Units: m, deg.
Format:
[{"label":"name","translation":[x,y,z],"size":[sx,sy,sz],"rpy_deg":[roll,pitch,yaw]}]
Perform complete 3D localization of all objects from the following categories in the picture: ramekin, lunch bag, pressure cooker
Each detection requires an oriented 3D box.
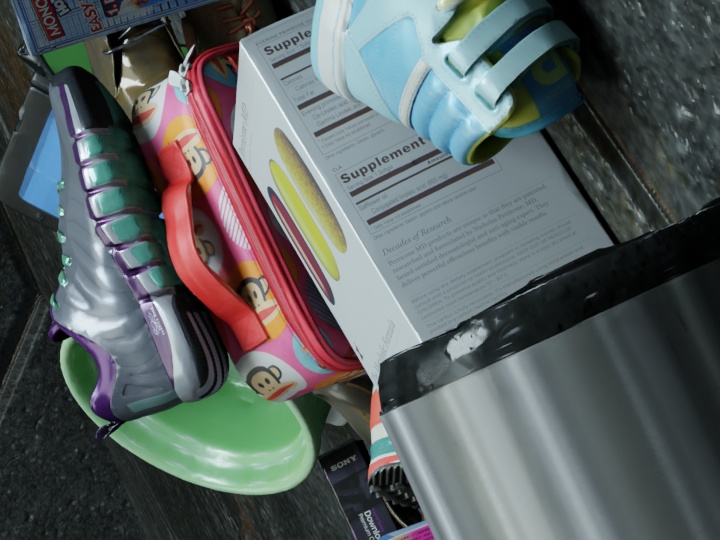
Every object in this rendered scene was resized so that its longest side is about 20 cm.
[{"label":"ramekin","translation":[-0.106,0.063,1.346],"size":[0.199,0.098,0.201],"rpy_deg":[17,144,13]},{"label":"lunch bag","translation":[-0.045,-0.031,1.051],"size":[0.082,0.176,0.201],"rpy_deg":[-28,85,36]},{"label":"pressure cooker","translation":[0.117,0.091,0.714],"size":[0.179,0.175,0.201],"rpy_deg":[136,111,-78]}]

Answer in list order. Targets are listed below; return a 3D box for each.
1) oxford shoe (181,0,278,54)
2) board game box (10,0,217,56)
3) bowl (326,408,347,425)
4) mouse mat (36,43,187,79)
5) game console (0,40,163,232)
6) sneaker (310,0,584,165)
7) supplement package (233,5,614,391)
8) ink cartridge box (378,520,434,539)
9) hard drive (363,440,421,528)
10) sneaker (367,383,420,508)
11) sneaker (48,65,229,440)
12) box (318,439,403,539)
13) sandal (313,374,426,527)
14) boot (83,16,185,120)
[{"label":"oxford shoe","translation":[-0.083,-0.178,1.156],"size":[0.075,0.070,0.200],"rpy_deg":[48,168,37]},{"label":"board game box","translation":[-0.100,-0.194,0.923],"size":[0.200,0.199,0.062],"rpy_deg":[48,159,43]},{"label":"bowl","translation":[-0.092,0.052,1.504],"size":[0.201,0.090,0.201],"rpy_deg":[57,163,27]},{"label":"mouse mat","translation":[-0.115,-0.097,1.213],"size":[0.200,0.160,0.008],"rpy_deg":[55,133,44]},{"label":"game console","translation":[-0.164,-0.062,1.324],"size":[0.199,0.117,0.176],"rpy_deg":[27,179,-1]},{"label":"sneaker","translation":[0.049,-0.133,0.791],"size":[0.130,0.079,0.201],"rpy_deg":[38,144,28]},{"label":"supplement package","translation":[0.030,-0.031,0.925],"size":[0.201,0.109,0.114],"rpy_deg":[59,163,18]},{"label":"ink cartridge box","translation":[0.078,0.258,1.083],"size":[0.137,0.076,0.201],"rpy_deg":[50,-154,-38]},{"label":"hard drive","translation":[0.051,0.150,1.273],"size":[0.201,0.042,0.135],"rpy_deg":[66,164,-12]},{"label":"sneaker","translation":[0.065,0.088,1.028],"size":[0.200,0.070,0.094],"rpy_deg":[27,-125,-57]},{"label":"sneaker","translation":[-0.148,-0.011,1.021],"size":[0.201,0.087,0.074],"rpy_deg":[67,-167,12]},{"label":"box","translation":[0.030,0.221,1.386],"size":[0.143,0.036,0.201],"rpy_deg":[47,-161,-82]},{"label":"sandal","translation":[0.039,0.131,1.141],"size":[0.200,0.055,0.082],"rpy_deg":[43,160,-27]},{"label":"boot","translation":[-0.139,-0.127,1.118],"size":[0.200,0.074,0.097],"rpy_deg":[62,178,38]}]
